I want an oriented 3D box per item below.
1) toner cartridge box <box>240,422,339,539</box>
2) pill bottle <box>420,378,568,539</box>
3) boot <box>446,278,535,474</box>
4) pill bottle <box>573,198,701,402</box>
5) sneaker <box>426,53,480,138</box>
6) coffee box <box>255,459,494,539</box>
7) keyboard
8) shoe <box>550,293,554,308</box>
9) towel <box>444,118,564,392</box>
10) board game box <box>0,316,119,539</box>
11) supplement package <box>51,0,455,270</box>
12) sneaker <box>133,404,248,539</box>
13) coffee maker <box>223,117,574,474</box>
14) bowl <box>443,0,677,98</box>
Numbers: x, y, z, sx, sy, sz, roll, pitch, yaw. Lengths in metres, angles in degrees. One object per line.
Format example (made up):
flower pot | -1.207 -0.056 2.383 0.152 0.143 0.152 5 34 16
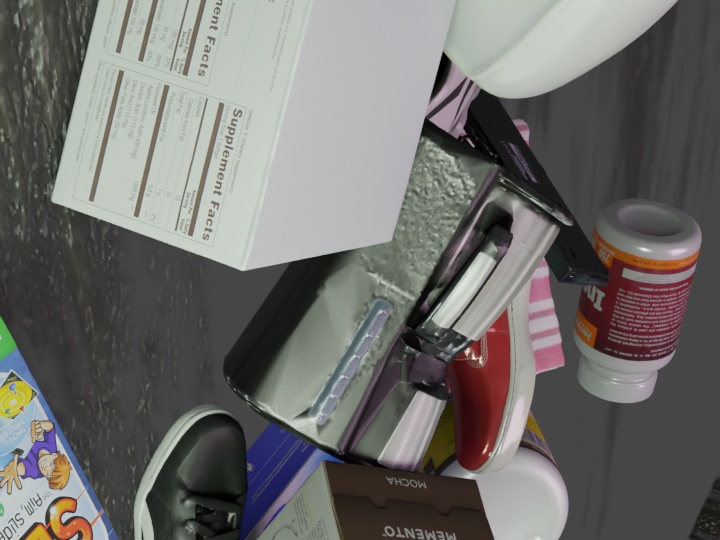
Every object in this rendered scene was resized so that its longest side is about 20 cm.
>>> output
toner cartridge box | -0.055 0.157 1.279 0.200 0.043 0.095 -50 151 -46
pill bottle | 0.084 0.137 1.439 0.200 0.109 0.110 -110 -152 -63
boot | 0.047 0.036 1.301 0.144 0.072 0.201 10 74 -29
pill bottle | 0.288 0.035 1.996 0.113 0.113 0.201 -42 145 -54
sneaker | 0.064 -0.171 1.255 0.089 0.074 0.201 54 56 -69
coffee box | -0.015 0.206 1.137 0.200 0.113 0.080 -53 -142 39
keyboard | 0.095 -0.067 1.321 0.040 0.200 0.104 -40 154 21
shoe | 0.073 0.006 1.467 0.200 0.071 0.091 -8 82 -48
towel | 0.100 -0.012 1.415 0.146 0.030 0.201 -16 98 -53
board game box | -0.191 0.126 0.794 0.200 0.034 0.136 -47 117 -51
supplement package | -0.046 -0.096 0.967 0.200 0.110 0.156 -12 119 -67
sneaker | -0.085 0.188 1.096 0.073 0.112 0.201 11 99 -42
coffee maker | 0.000 0.000 1.140 0.200 0.192 0.135 -57 165 4
bowl | 0.075 -0.195 1.039 0.075 0.200 0.200 -36 179 -33
